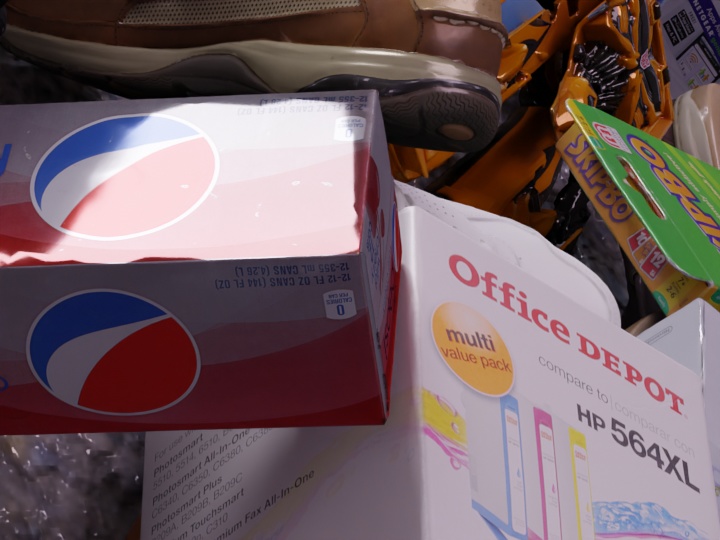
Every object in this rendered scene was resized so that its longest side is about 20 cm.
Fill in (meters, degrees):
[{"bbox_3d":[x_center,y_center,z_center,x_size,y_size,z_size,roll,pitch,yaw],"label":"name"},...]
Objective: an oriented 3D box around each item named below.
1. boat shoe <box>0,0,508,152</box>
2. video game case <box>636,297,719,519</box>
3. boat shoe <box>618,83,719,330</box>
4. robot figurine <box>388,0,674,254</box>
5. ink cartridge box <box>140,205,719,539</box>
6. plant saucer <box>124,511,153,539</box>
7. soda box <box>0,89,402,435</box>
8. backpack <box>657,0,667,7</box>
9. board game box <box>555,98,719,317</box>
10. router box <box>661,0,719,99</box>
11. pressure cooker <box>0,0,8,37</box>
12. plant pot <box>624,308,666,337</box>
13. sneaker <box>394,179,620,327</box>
[{"bbox_3d":[-0.032,-0.086,0.830,0.075,0.199,0.074,16,85,-54],"label":"boat shoe"},{"bbox_3d":[0.162,0.134,0.838,0.200,0.045,0.182,37,36,-24],"label":"video game case"},{"bbox_3d":[0.138,0.025,1.058,0.072,0.064,0.202,11,70,-56],"label":"boat shoe"},{"bbox_3d":[0.060,-0.057,0.976,0.200,0.058,0.146,-41,129,-43],"label":"robot figurine"},{"bbox_3d":[0.021,0.091,0.736,0.128,0.125,0.201,30,40,-31],"label":"ink cartridge box"},{"bbox_3d":[-0.003,0.149,0.799,0.200,0.032,0.201,33,38,-30],"label":"plant saucer"},{"bbox_3d":[-0.091,0.000,0.679,0.070,0.198,0.064,-83,168,-47],"label":"soda box"},{"bbox_3d":[0.086,-0.199,1.078,0.200,0.190,0.154,36,25,-25],"label":"backpack"},{"bbox_3d":[0.150,-0.001,0.970,0.199,0.030,0.096,24,28,-46],"label":"board game box"},{"bbox_3d":[0.212,-0.057,1.117,0.049,0.179,0.201,4,57,-50],"label":"router box"},{"bbox_3d":[-0.167,-0.150,0.737,0.175,0.179,0.201,13,48,-19],"label":"pressure cooker"},{"bbox_3d":[0.129,0.121,0.933,0.200,0.093,0.202,31,39,-30],"label":"plant pot"},{"bbox_3d":[0.000,0.000,0.830,0.199,0.099,0.078,16,80,-14],"label":"sneaker"}]
